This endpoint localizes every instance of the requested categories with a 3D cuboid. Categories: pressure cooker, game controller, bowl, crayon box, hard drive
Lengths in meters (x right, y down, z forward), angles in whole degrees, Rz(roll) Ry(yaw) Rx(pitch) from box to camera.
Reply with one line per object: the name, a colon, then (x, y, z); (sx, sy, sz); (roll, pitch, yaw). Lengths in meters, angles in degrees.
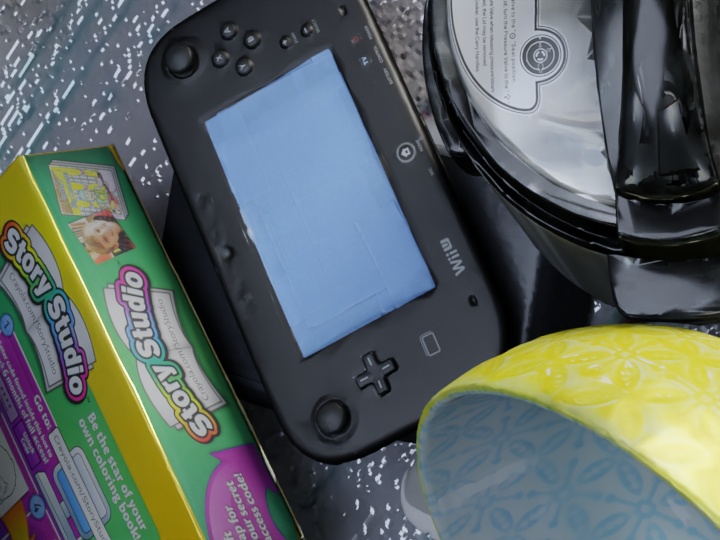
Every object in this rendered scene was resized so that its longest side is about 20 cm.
pressure cooker: (0.114, -0.082, 0.826); (0.179, 0.200, 0.176); (-44, 73, 2)
game controller: (-0.015, -0.026, 0.950); (0.104, 0.042, 0.201); (-31, 73, 23)
bowl: (0.125, 0.087, 0.792); (0.200, 0.201, 0.108); (38, 63, 26)
crayon box: (-0.128, 0.077, 1.017); (0.172, 0.058, 0.201); (-42, 67, 38)
hard drive: (0.000, 0.000, 0.988); (0.199, 0.042, 0.136); (11, 91, 29)

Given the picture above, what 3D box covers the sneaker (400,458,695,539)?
sneaker: (0.111, 0.069, 0.901); (0.198, 0.075, 0.083); (-4, 96, 17)
